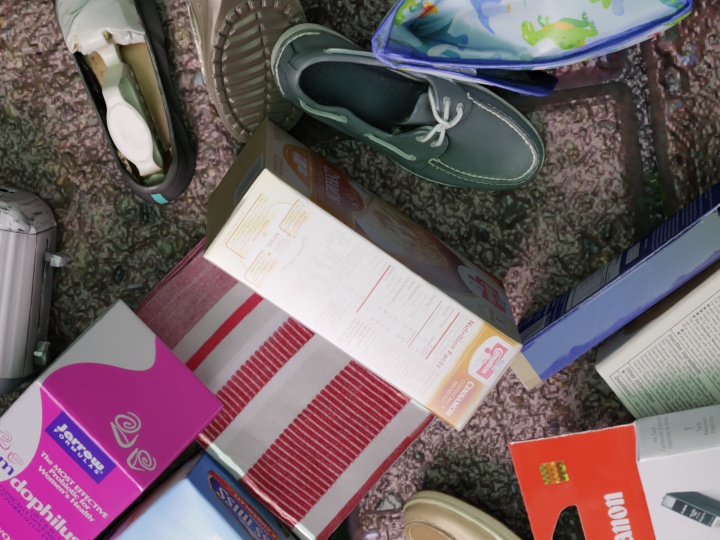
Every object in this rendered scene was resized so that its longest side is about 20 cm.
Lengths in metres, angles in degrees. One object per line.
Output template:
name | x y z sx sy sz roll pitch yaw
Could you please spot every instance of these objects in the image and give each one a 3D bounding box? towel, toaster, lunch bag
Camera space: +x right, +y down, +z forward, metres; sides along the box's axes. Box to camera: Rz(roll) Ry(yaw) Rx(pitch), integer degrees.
towel | -0.056 0.070 1.736 0.200 0.023 0.144 44 71 -1
toaster | -0.297 -0.001 1.746 0.199 0.114 0.130 14 96 7
lunch bag | 0.107 -0.178 1.637 0.199 0.170 0.128 -18 96 9

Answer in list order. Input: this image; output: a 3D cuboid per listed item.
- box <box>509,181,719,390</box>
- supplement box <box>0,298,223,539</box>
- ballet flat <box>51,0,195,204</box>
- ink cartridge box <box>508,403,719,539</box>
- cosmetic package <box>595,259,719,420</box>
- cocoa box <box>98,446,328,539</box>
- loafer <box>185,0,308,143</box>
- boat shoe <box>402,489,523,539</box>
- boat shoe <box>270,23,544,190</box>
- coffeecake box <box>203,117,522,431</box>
box | 0.184 0.001 1.679 0.200 0.121 0.032 -37 92 11
supplement box | -0.194 0.124 1.708 0.101 0.103 0.200 45 135 -1
ballet flat | -0.160 -0.140 1.727 0.068 0.068 0.201 -22 95 10
ink cartridge box | 0.200 0.177 1.694 0.172 0.044 0.201 -11 131 8
cosmetic package | 0.262 0.036 1.700 0.200 0.071 0.105 -37 93 11
cocoa box | -0.131 0.231 1.745 0.200 0.131 0.133 -42 92 14
loafer | -0.079 -0.183 1.712 0.075 0.068 0.201 -12 114 -10
boat shoe | 0.098 0.231 1.742 0.200 0.073 0.063 44 60 -2
boat shoe | 0.034 -0.099 1.694 0.199 0.062 0.073 24 102 -15
coffeecake box | 0.000 0.000 1.669 0.199 0.154 0.073 35 101 -11
